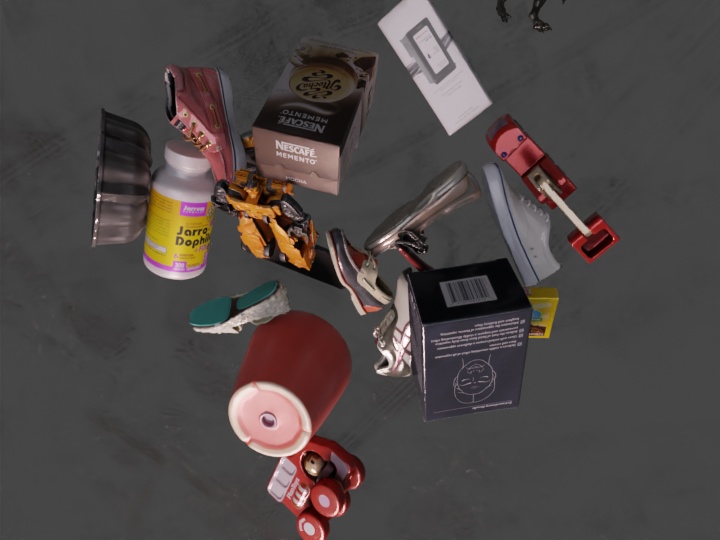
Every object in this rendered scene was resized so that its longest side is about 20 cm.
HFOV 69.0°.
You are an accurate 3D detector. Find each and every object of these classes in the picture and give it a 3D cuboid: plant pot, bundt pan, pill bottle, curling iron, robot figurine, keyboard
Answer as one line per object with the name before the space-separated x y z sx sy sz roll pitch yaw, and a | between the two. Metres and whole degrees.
plant pot | -0.126 0.198 0.889 0.194 0.178 0.206 5 115 10
bundt pan | -0.366 -0.135 0.803 0.074 0.203 0.206 4 120 -28
pill bottle | -0.285 -0.097 0.836 0.102 0.105 0.204 19 116 3
curling iron | 0.113 0.008 0.800 0.049 0.026 0.200 3 145 43
robot figurine | -0.126 -0.071 0.738 0.141 0.059 0.201 13 155 11
keyboard | -0.103 -0.044 0.868 0.195 0.040 0.105 21 139 1

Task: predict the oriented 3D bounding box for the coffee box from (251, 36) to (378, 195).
coffee box | -0.053 -0.206 0.681 0.110 0.203 0.081 13 144 4

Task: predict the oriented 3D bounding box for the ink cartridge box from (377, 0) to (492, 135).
ink cartridge box | 0.087 -0.285 0.671 0.067 0.116 0.202 -32 103 21

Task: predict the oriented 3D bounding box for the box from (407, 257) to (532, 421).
box | 0.149 0.102 0.747 0.144 0.108 0.204 -8 128 -2

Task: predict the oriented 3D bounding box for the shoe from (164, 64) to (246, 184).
shoe | -0.224 -0.194 0.749 0.071 0.089 0.206 -18 81 53

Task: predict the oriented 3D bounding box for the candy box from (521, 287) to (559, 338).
candy box | 0.202 0.067 0.822 0.194 0.027 0.104 -1 135 9

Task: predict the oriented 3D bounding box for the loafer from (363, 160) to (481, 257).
loafer | 0.092 -0.076 0.788 0.199 0.072 0.063 -39 107 21

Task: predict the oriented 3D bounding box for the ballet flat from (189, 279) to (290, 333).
ballet flat | -0.208 0.078 0.918 0.195 0.072 0.073 -18 109 19

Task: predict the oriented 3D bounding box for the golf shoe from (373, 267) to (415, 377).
golf shoe | 0.064 0.093 0.839 0.085 0.078 0.205 -7 119 -5

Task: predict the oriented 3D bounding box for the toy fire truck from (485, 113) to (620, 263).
toy fire truck | 0.247 -0.115 0.696 0.200 0.142 0.049 43 115 -9

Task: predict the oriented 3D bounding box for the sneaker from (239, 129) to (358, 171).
sneaker | -0.093 -0.175 0.783 0.195 0.078 0.079 1 116 22

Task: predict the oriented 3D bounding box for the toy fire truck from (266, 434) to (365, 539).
toy fire truck | -0.094 0.407 1.019 0.166 0.112 0.204 33 116 17

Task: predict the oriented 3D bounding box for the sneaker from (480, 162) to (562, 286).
sneaker | 0.235 -0.074 0.763 0.069 0.074 0.202 -26 115 11

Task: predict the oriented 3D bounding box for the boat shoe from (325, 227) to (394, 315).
boat shoe | 0.000 0.000 0.802 0.061 0.073 0.201 -17 141 8

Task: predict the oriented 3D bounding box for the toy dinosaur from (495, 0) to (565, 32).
toy dinosaur | 0.211 -0.355 0.655 0.194 0.047 0.091 11 101 7
